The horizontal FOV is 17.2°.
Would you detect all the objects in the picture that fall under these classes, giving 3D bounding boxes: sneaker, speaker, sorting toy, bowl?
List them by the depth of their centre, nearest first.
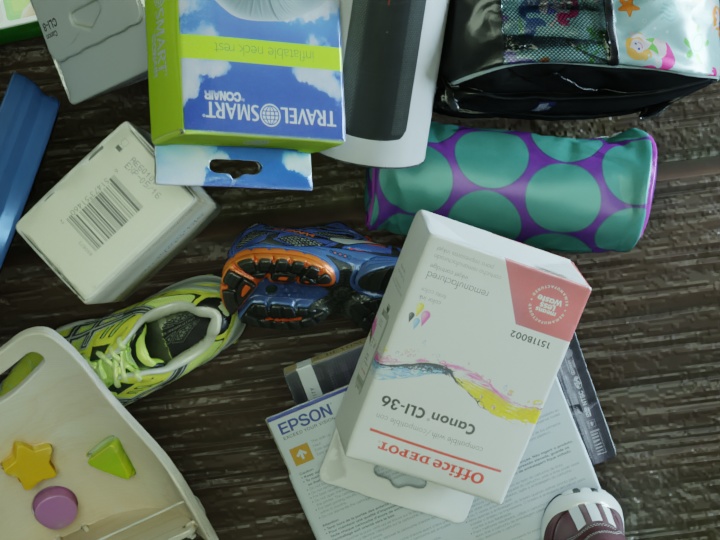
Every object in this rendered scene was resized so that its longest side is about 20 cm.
[{"bbox_3d":[0.018,-0.172,1.535,0.081,0.081,0.201,10,108,2],"label":"speaker"},{"bbox_3d":[-0.252,-0.034,1.610,0.039,0.201,0.201,21,90,-10],"label":"bowl"},{"bbox_3d":[0.156,0.257,1.613,0.075,0.116,0.201,-7,109,-5],"label":"sneaker"},{"bbox_3d":[-0.226,0.135,1.622,0.200,0.107,0.180,-24,113,0],"label":"sorting toy"},{"bbox_3d":[0.000,0.000,1.664,0.199,0.079,0.075,11,124,-14],"label":"sneaker"},{"bbox_3d":[-0.174,0.060,1.666,0.200,0.076,0.076,-31,90,2],"label":"sneaker"}]

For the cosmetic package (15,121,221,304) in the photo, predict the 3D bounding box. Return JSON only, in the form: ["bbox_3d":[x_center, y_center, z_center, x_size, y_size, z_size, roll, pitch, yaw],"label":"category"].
[{"bbox_3d":[-0.159,-0.036,1.606,0.104,0.200,0.073,-43,88,2],"label":"cosmetic package"}]

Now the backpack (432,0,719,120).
[{"bbox_3d":[0.143,-0.170,1.612,0.199,0.178,0.151,5,86,-12],"label":"backpack"}]

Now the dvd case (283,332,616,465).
[{"bbox_3d":[0.064,0.099,1.665,0.199,0.016,0.149,-21,111,0],"label":"dvd case"}]

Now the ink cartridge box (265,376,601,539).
[{"bbox_3d":[0.059,0.145,1.650,0.196,0.043,0.200,-22,106,1],"label":"ink cartridge box"}]

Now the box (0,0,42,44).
[{"bbox_3d":[-0.304,-0.239,1.665,0.199,0.097,0.177,-11,91,2],"label":"box"}]

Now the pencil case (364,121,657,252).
[{"bbox_3d":[0.102,-0.063,1.657,0.199,0.085,0.093,5,57,3],"label":"pencil case"}]

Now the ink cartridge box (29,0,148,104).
[{"bbox_3d":[-0.110,-0.217,1.588,0.200,0.145,0.145,-25,95,-34],"label":"ink cartridge box"}]

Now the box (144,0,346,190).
[{"bbox_3d":[-0.073,-0.154,1.487,0.122,0.048,0.201,1,82,-33],"label":"box"}]

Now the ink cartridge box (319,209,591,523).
[{"bbox_3d":[0.059,0.076,1.573,0.116,0.068,0.201,18,104,-12],"label":"ink cartridge box"}]
